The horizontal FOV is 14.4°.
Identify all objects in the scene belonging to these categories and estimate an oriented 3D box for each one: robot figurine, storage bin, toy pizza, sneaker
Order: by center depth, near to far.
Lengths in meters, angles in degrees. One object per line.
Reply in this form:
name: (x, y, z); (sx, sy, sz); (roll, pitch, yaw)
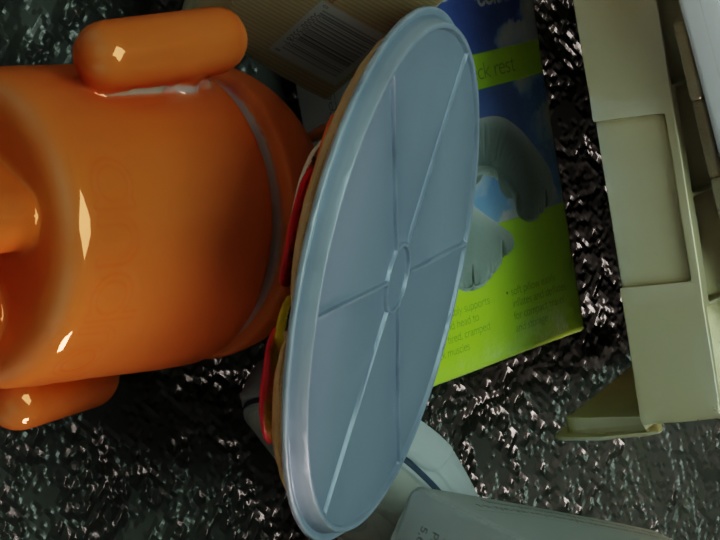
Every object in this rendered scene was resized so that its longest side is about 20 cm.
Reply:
robot figurine: (-0.094, -0.018, 1.042); (0.199, 0.116, 0.145); (-7, 90, -45)
toy pizza: (0.000, 0.000, 1.051); (0.200, 0.032, 0.201); (13, 90, -74)
sneaker: (0.013, 0.116, 1.171); (0.200, 0.073, 0.071); (49, 54, -32)
storage bin: (0.136, -0.046, 1.239); (0.198, 0.093, 0.201); (-28, 111, -64)

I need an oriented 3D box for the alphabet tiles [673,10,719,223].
alphabet tiles: (0.169, -0.094, 1.203); (0.200, 0.006, 0.167); (-52, 131, -57)

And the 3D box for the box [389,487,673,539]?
box: (0.085, 0.209, 1.139); (0.199, 0.130, 0.201); (16, 96, -54)

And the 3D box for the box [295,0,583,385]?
box: (0.030, -0.058, 1.212); (0.122, 0.047, 0.201); (-18, 101, -46)

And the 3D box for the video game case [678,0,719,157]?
video game case: (0.181, -0.076, 1.192); (0.182, 0.022, 0.201); (-57, 134, -55)

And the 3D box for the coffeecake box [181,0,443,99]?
coffeecake box: (0.017, -0.191, 1.096); (0.073, 0.153, 0.201); (27, 56, -19)
